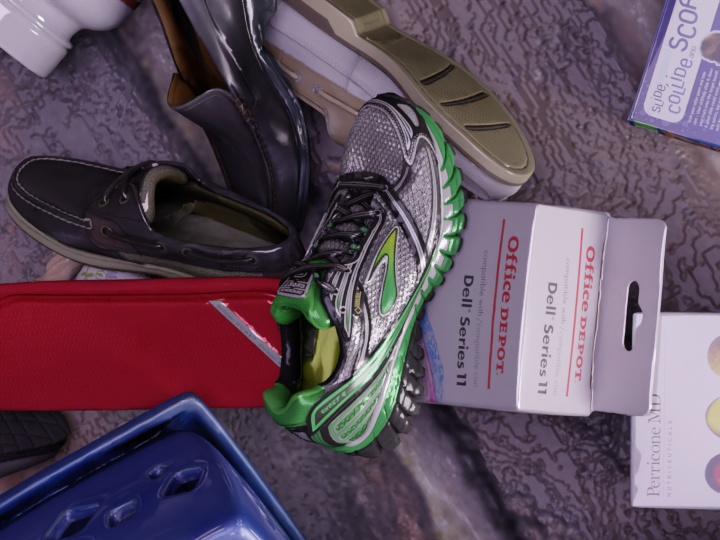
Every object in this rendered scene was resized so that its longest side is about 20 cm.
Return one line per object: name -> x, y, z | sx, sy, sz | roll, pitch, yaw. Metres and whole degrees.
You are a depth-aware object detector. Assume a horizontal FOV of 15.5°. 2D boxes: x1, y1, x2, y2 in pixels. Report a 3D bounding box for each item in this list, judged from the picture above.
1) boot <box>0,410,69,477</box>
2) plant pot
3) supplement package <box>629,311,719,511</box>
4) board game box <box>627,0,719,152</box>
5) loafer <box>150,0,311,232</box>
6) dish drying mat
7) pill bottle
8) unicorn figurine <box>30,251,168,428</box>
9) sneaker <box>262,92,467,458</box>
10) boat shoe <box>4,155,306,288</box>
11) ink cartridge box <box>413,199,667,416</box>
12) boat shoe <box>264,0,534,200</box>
boot -> -0.275, 0.140, 1.570 | 0.070, 0.200, 0.132 | 53, 140, 39
plant pot -> -0.114, 0.197, 1.472 | 0.200, 0.180, 0.200 | -30, 122, 6
supplement package -> 0.253, 0.080, 1.484 | 0.199, 0.110, 0.114 | 0, 87, 8
board game box -> 0.248, -0.162, 1.534 | 0.135, 0.034, 0.200 | 18, 90, 9
loafer -> -0.083, -0.106, 1.534 | 0.072, 0.073, 0.200 | -25, 108, -33
dish drying mat -> -0.123, 0.043, 1.507 | 0.199, 0.018, 0.077 | -2, 104, 14
pill bottle -> -0.153, -0.216, 1.553 | 0.112, 0.112, 0.200 | 42, 93, 8
unicorn figurine -> -0.116, 0.051, 1.555 | 0.200, 0.074, 0.137 | 39, 97, 5
sneaker -> 0.000, 0.000, 1.447 | 0.078, 0.085, 0.201 | 5, 83, 46
boat shoe -> -0.116, -0.034, 1.535 | 0.200, 0.066, 0.072 | 22, 47, 19
ink cartridge box -> 0.072, 0.019, 1.481 | 0.200, 0.067, 0.117 | 3, 87, 45
boat shoe -> 0.016, -0.100, 1.548 | 0.200, 0.075, 0.068 | 43, 117, 20
